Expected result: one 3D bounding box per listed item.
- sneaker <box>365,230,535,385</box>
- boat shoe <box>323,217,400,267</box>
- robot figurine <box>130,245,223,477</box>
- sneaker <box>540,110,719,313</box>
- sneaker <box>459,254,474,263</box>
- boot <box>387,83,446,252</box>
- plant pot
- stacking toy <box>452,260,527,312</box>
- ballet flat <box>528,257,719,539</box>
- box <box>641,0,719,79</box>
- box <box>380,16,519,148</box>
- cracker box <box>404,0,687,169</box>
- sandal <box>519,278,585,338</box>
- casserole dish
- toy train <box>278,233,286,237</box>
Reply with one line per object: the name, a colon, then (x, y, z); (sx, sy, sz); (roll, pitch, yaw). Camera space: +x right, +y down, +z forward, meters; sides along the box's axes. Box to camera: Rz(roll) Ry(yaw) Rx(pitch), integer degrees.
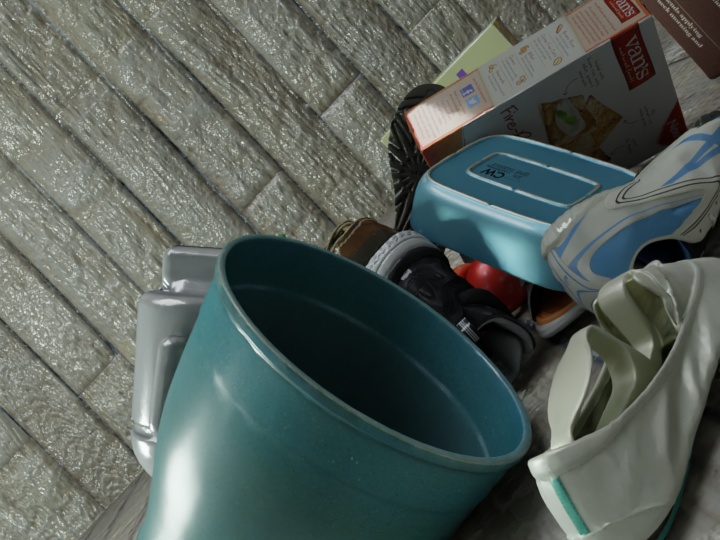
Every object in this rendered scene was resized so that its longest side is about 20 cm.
sneaker: (0.074, 0.053, 0.724); (0.076, 0.114, 0.200); (-46, -30, -2)
boat shoe: (0.000, 0.000, 0.782); (0.076, 0.074, 0.200); (-46, -15, -7)
robot figurine: (-0.121, 0.084, 0.768); (0.169, 0.110, 0.205); (-2, -84, -73)
sneaker: (0.190, -0.037, 0.588); (0.198, 0.073, 0.072); (-33, -12, -26)
sneaker: (0.123, -0.032, 0.915); (0.075, 0.087, 0.200); (-45, 6, -13)
boot: (0.061, -0.070, 0.983); (0.200, 0.071, 0.186); (43, -125, -80)
plant pot: (-0.033, 0.115, 0.567); (0.190, 0.198, 0.200); (-60, 1, 17)
stacking toy: (0.079, 0.031, 0.884); (0.199, 0.086, 0.086); (-28, 17, 53)
ballet flat: (0.128, 0.039, 0.446); (0.069, 0.069, 0.201); (-40, 8, 45)
box: (0.330, -0.296, 0.794); (0.164, 0.166, 0.200); (-46, 6, -19)
box: (0.157, -0.178, 1.236); (0.200, 0.176, 0.097); (-44, 6, 21)
cracker box: (0.151, -0.118, 0.792); (0.198, 0.134, 0.058); (-30, 45, 10)
sandal: (0.149, -0.018, 0.736); (0.079, 0.059, 0.207); (-44, 6, 24)
casserole dish: (0.119, -0.048, 0.682); (0.120, 0.039, 0.198); (-31, 36, -30)
toy train: (-0.022, 0.057, 0.773); (0.041, 0.202, 0.057); (-29, 14, 9)
